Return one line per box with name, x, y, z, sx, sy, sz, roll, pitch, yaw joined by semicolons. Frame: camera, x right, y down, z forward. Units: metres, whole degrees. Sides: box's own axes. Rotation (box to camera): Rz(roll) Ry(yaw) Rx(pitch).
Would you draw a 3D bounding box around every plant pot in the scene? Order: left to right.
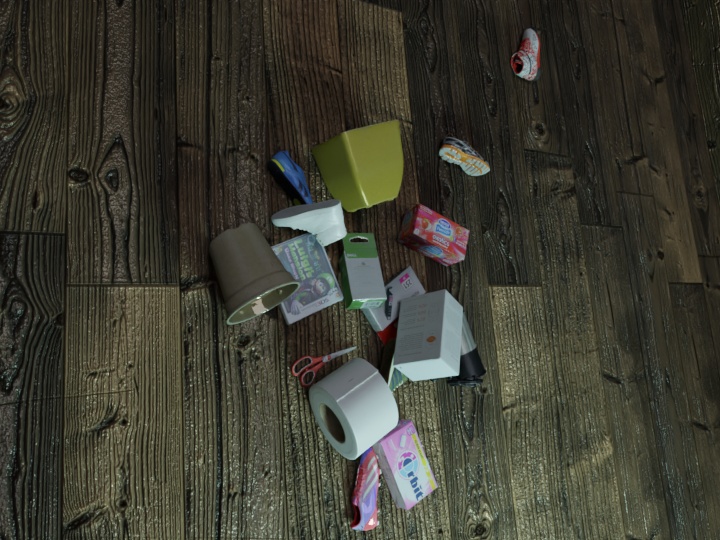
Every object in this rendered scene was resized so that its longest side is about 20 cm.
plant pot;-0.269;-0.002;1.351;0.197;0.200;0.187;-23;79;-31
plant pot;0.006;-0.278;1.558;0.192;0.192;0.206;-19;98;-31

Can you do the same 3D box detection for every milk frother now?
milk frother;0.275;0.228;1.590;0.177;0.199;0.193;-20;88;-27

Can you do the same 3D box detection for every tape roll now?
tape roll;-0.019;0.341;1.397;0.137;0.202;0.207;-28;93;-29

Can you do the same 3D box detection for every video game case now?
video game case;-0.154;0.015;1.493;0.179;0.023;0.205;-23;91;-31

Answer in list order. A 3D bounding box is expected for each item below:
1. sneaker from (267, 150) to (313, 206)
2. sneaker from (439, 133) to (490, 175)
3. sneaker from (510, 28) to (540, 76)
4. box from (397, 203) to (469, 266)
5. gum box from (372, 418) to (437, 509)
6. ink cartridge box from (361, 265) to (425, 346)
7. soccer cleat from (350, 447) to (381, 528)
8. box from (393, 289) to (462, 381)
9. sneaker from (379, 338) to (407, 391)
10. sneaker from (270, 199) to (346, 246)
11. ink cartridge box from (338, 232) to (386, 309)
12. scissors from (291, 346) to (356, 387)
sneaker;-0.165;-0.232;1.516;0.078;0.065;0.202;-40;99;-33
sneaker;0.346;-0.378;1.833;0.196;0.078;0.079;25;59;-24
sneaker;0.606;-0.809;2.075;0.105;0.067;0.208;1;81;-31
box;0.220;-0.104;1.688;0.196;0.095;0.102;25;67;-22
gum box;0.114;0.515;1.512;0.112;0.066;0.205;-22;90;-30
ink cartridge box;0.115;0.115;1.613;0.199;0.043;0.176;-36;97;-30
soccer cleat;0.009;0.560;1.447;0.074;0.066;0.207;4;80;-23
box;0.185;0.176;1.517;0.106;0.149;0.205;39;49;-39
sneaker;0.092;0.299;1.545;0.089;0.066;0.205;28;72;-31
sneaker;-0.133;-0.111;1.477;0.074;0.194;0.118;-72;151;-56
ink cartridge box;0.000;0.000;1.544;0.101;0.060;0.205;-1;64;-21
scissors;-0.096;0.229;1.485;0.198;0.014;0.074;-34;95;-29
